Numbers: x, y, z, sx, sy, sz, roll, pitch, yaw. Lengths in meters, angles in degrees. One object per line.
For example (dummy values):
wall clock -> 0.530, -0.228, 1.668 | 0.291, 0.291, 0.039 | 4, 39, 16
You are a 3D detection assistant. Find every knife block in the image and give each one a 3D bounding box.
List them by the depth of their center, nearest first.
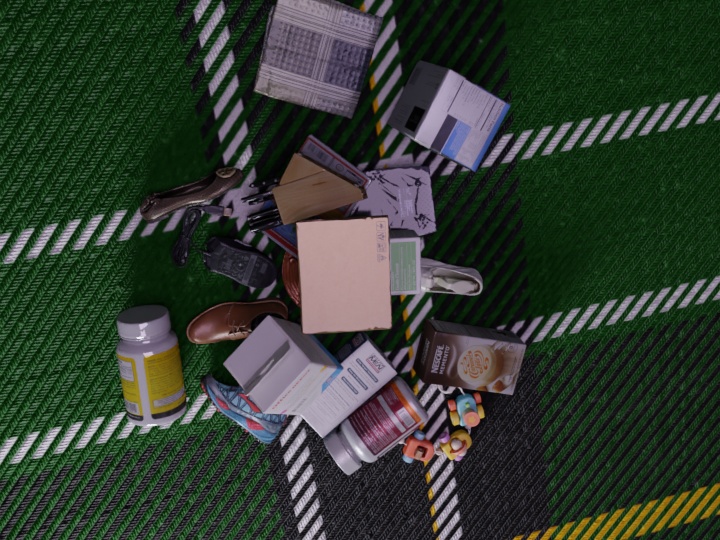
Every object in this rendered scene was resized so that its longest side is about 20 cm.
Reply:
knife block -> -0.109, -0.113, 1.545 | 0.199, 0.064, 0.177 | 28, 101, 4

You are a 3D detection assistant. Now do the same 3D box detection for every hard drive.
hard drive -> 0.038, -0.121, 1.616 | 0.197, 0.042, 0.137 | -9, 97, -6

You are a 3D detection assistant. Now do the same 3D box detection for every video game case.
video game case -> -0.090, -0.126, 1.582 | 0.142, 0.017, 0.201 | 36, 101, 3

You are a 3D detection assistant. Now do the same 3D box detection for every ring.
ring -> -0.052, -0.002, 1.660 | 0.198, 0.019, 0.203 | -3, 107, -10

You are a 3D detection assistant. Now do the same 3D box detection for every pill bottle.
pill bottle -> -0.389, 0.174, 1.595 | 0.113, 0.114, 0.202 | -7, 108, -9
pill bottle -> 0.030, 0.312, 1.725 | 0.199, 0.110, 0.110 | -37, 110, 1

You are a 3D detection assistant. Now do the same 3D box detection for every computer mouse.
computer mouse -> -0.241, -0.053, 1.588 | 0.198, 0.046, 0.142 | 15, 116, -6

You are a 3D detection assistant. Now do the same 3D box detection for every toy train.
toy train -> 0.176, 0.331, 1.790 | 0.149, 0.056, 0.201 | 25, 101, -18

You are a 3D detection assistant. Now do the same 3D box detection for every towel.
towel -> -0.079, -0.387, 1.533 | 0.198, 0.035, 0.195 | 13, 107, -17

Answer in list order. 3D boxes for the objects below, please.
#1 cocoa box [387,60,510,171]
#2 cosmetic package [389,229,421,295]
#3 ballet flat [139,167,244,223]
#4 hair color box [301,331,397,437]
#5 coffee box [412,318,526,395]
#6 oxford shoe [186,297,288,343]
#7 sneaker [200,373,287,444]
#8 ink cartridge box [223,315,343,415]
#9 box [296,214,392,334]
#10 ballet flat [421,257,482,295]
cocoa box -> 0.151, -0.275, 1.520 | 0.130, 0.200, 0.134 | 25, 100, -18
cosmetic package -> 0.006, -0.012, 1.550 | 0.197, 0.085, 0.109 | -4, 103, -5
ballet flat -> -0.305, -0.143, 1.542 | 0.198, 0.068, 0.047 | -23, 114, 3
hair color box -> -0.036, 0.225, 1.711 | 0.200, 0.061, 0.100 | -40, 111, 3
coffee box -> 0.219, 0.175, 1.737 | 0.198, 0.080, 0.116 | 8, 105, -14
oxford shoe -> -0.233, 0.099, 1.627 | 0.198, 0.071, 0.072 | -15, 111, -5
sneaker -> -0.225, 0.248, 1.681 | 0.096, 0.079, 0.200 | -49, 118, -4
ink cartridge box -> -0.143, 0.176, 1.583 | 0.129, 0.200, 0.125 | -47, 69, 5
box -> -0.028, 0.008, 1.497 | 0.161, 0.021, 0.203 | -3, 104, -4
ballet flat -> 0.150, 0.017, 1.683 | 0.197, 0.069, 0.070 | 6, 106, -13
